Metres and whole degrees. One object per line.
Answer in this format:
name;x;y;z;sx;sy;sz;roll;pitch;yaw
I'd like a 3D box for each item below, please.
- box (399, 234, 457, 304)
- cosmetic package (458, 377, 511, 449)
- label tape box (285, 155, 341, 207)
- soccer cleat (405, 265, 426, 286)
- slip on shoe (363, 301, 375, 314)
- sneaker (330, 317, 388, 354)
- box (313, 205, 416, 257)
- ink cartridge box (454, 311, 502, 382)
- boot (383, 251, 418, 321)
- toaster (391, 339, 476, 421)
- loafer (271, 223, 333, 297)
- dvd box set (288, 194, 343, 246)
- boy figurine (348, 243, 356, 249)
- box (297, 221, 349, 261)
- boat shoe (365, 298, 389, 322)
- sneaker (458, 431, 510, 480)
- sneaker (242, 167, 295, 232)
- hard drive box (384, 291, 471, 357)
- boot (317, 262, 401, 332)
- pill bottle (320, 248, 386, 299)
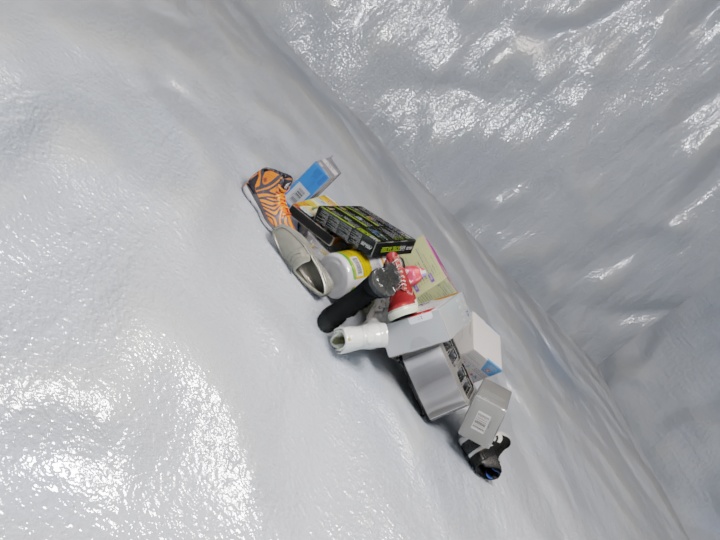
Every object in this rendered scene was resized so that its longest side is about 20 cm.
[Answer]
box;0.139;0.037;1.848;0.097;0.199;0.177;48;13;-46
cosmetic package;0.303;0.340;1.628;0.090;0.108;0.200;25;11;16
label tape box;-0.128;-0.247;1.906;0.063;0.144;0.200;47;18;-2
soccer cleat;0.083;0.026;1.791;0.076;0.199;0.067;-10;87;-48
slip on shoe;0.060;0.121;1.730;0.200;0.074;0.061;50;14;18
sneaker;-0.014;0.145;1.500;0.200;0.114;0.075;145;-60;-77
box;0.014;-0.102;1.708;0.199;0.048;0.192;34;24;27
ink cartridge box;0.258;0.225;1.803;0.128;0.199;0.126;37;39;-30
boot;0.082;0.032;1.536;0.200;0.072;0.146;-40;113;-81
toaster;0.183;0.246;1.626;0.182;0.118;0.200;65;20;2
loafer;-0.135;-0.024;1.568;0.200;0.070;0.070;49;10;-2
dvd box set;-0.086;-0.135;1.775;0.146;0.030;0.200;39;25;11
boy figurine;0.017;-0.063;1.830;0.124;0.065;0.200;35;19;15
box;-0.081;-0.055;1.786;0.200;0.048;0.159;41;19;-23
boat shoe;0.062;0.089;1.646;0.070;0.070;0.201;22;41;-5
sneaker;0.323;0.462;1.665;0.199;0.073;0.112;16;40;-45
sneaker;-0.197;-0.168;1.644;0.201;0.112;0.077;52;19;9
hard drive box;0.155;0.123;1.570;0.200;0.155;0.078;-24;94;-66
boot;-0.017;0.067;1.456;0.066;0.199;0.165;59;21;3
pill bottle;0.000;0.000;1.673;0.199;0.111;0.111;-12;60;-47
